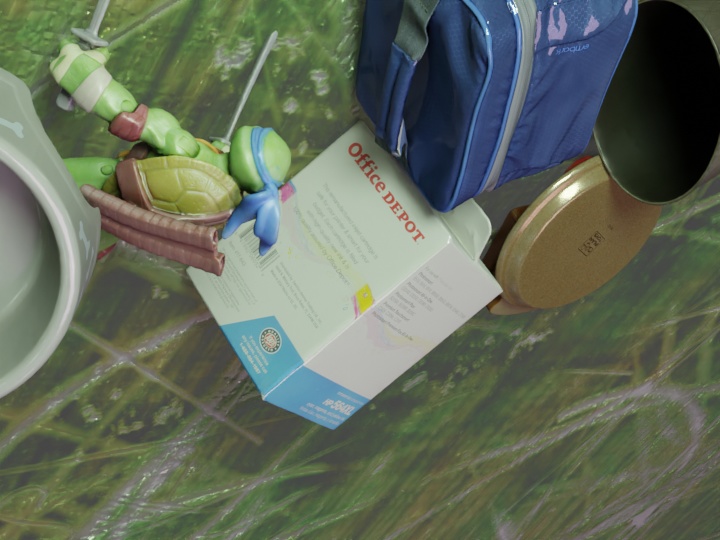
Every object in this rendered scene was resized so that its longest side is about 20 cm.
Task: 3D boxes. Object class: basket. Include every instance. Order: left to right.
[{"bbox_3d":[0.308,-0.162,0.998,0.200,0.136,0.181,-23,143,-27],"label":"basket"}]

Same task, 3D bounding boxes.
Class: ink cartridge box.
[{"bbox_3d":[0.000,0.000,0.915,0.200,0.129,0.125,-39,150,7],"label":"ink cartridge box"}]

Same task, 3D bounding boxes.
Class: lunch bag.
[{"bbox_3d":[0.070,-0.136,0.784,0.132,0.136,0.200,-22,149,-21],"label":"lunch bag"}]

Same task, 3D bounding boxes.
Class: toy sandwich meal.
[{"bbox_3d":[0.188,-0.042,1.114,0.205,0.070,0.206,-24,144,-19],"label":"toy sandwich meal"}]

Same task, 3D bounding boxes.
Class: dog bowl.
[{"bbox_3d":[-0.229,-0.011,0.611,0.199,0.059,0.201,-6,120,-10],"label":"dog bowl"}]

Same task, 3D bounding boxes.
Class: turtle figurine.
[{"bbox_3d":[-0.136,-0.078,0.723,0.193,0.201,0.144,-21,176,15],"label":"turtle figurine"}]
